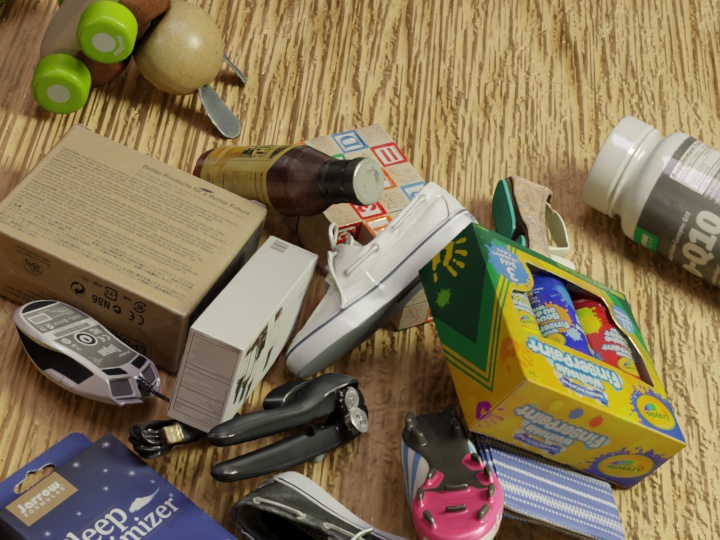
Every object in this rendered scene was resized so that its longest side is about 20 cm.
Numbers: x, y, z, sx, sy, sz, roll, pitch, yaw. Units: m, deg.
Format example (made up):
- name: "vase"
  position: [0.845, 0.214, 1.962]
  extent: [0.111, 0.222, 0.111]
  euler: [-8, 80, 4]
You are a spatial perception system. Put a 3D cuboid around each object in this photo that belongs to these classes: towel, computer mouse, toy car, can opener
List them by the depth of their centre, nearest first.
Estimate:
- name: "can opener"
  position: [-0.056, 0.128, 1.348]
  extent: [0.078, 0.064, 0.200]
  euler: [-14, 5, 30]
- name: "computer mouse"
  position: [-0.200, 0.089, 1.384]
  extent: [0.199, 0.044, 0.109]
  euler: [32, 26, 23]
- name: "towel"
  position: [0.140, 0.136, 1.415]
  extent: [0.144, 0.024, 0.201]
  euler: [21, 37, -31]
- name: "toy car"
  position: [-0.196, -0.210, 1.672]
  extent: [0.199, 0.158, 0.165]
  euler: [31, 40, -24]

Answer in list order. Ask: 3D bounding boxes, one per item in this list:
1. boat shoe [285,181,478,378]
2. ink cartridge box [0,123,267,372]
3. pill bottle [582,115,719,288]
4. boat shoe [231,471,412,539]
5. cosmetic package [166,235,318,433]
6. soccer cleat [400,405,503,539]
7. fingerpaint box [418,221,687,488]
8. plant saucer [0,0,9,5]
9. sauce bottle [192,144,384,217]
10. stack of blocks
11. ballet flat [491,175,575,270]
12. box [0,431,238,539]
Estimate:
- name: "boat shoe"
  position: [0.000, -0.002, 1.455]
  extent: [0.202, 0.075, 0.086]
  euler: [-43, 75, 1]
- name: "ink cartridge box"
  position: [-0.204, -0.022, 1.482]
  extent: [0.198, 0.076, 0.165]
  euler: [23, 42, 11]
- name: "pill bottle"
  position: [0.319, -0.060, 1.633]
  extent: [0.199, 0.114, 0.113]
  euler: [30, 45, 17]
- name: "boat shoe"
  position: [-0.009, 0.218, 1.270]
  extent: [0.199, 0.074, 0.068]
  euler: [35, 29, 22]
- name: "cosmetic package"
  position: [-0.091, 0.050, 1.391]
  extent: [0.050, 0.083, 0.200]
  euler: [23, 26, 6]
- name: "soccer cleat"
  position: [0.071, 0.178, 1.300]
  extent: [0.069, 0.087, 0.200]
  euler: [-8, 22, -1]
- name: "fingerpaint box"
  position: [0.158, 0.071, 1.410]
  extent: [0.199, 0.073, 0.168]
  euler: [23, 37, -37]
- name: "plant saucer"
  position: [-0.450, -0.294, 1.724]
  extent: [0.199, 0.048, 0.199]
  euler: [32, 45, 19]
- name: "sauce bottle"
  position: [-0.063, -0.079, 1.519]
  extent: [0.198, 0.067, 0.066]
  euler: [3, 30, 41]
- name: "stack of blocks"
  position: [0.013, -0.039, 1.569]
  extent: [0.114, 0.059, 0.201]
  euler: [-15, 50, -28]
- name: "ballet flat"
  position: [0.162, -0.015, 1.581]
  extent: [0.066, 0.068, 0.201]
  euler: [13, 44, -11]
- name: "box"
  position: [-0.186, 0.198, 1.287]
  extent: [0.199, 0.033, 0.121]
  euler: [35, 46, 22]
